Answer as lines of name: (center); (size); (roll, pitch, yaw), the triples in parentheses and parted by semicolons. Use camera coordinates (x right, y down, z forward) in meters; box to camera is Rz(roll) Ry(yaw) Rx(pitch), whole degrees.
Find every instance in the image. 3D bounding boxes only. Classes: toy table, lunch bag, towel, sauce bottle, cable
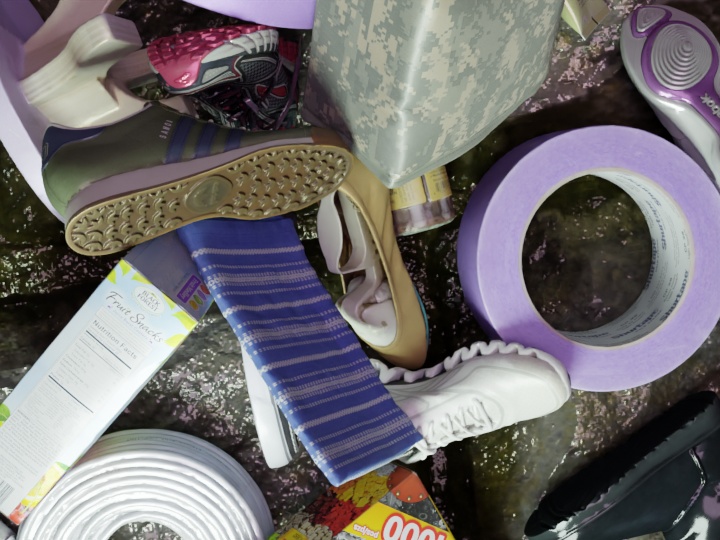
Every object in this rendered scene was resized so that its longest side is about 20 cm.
toy table: (-0.190, -0.142, 0.784); (0.117, 0.184, 0.201); (-23, 102, 12)
lunch bag: (0.069, -0.178, 0.746); (0.200, 0.164, 0.118); (-29, 57, -33)
towel: (-0.037, 0.045, 0.751); (0.024, 0.145, 0.200); (-37, 77, 20)
sauce bottle: (0.022, -0.128, 0.853); (0.064, 0.065, 0.201); (-13, 95, -4)
cable: (-0.166, 0.222, 0.859); (0.200, 0.069, 0.200); (-32, 97, -2)

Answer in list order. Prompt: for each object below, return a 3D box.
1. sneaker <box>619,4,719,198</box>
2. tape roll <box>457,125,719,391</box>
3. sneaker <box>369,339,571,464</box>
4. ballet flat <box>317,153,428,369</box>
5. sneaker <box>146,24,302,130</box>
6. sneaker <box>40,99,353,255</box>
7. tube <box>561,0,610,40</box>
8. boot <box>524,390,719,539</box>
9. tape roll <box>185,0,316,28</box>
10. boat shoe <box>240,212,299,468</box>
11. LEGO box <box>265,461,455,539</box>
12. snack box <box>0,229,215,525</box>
sneaker: (0.261, -0.116, 0.873); (0.075, 0.100, 0.200); (-26, 73, -7)
tape roll: (0.180, -0.011, 0.867); (0.199, 0.085, 0.201); (-1, 95, -6)
sneaker: (0.060, 0.106, 0.829); (0.199, 0.081, 0.075); (-11, 124, 24)
ballet flat: (0.000, 0.000, 0.836); (0.063, 0.068, 0.201); (-37, 122, -39)
sneaker: (-0.082, -0.128, 0.774); (0.080, 0.200, 0.075); (-4, 94, 16)
sneaker: (-0.107, -0.077, 0.704); (0.200, 0.067, 0.090); (-16, 57, -31)
tube: (0.120, -0.265, 0.854); (0.058, 0.052, 0.200); (-42, 96, -10)
boot: (0.255, 0.218, 0.895); (0.200, 0.076, 0.168); (-34, 93, -8)
tape roll: (-0.091, -0.243, 0.761); (0.199, 0.200, 0.066); (20, 120, -7)
boat shoe: (-0.059, 0.050, 0.861); (0.066, 0.070, 0.201); (-8, 88, -3)
LEGO box: (0.015, 0.267, 0.842); (0.149, 0.077, 0.200); (-36, 107, -20)
snack box: (-0.173, 0.055, 0.770); (0.068, 0.169, 0.200); (39, 109, -7)
